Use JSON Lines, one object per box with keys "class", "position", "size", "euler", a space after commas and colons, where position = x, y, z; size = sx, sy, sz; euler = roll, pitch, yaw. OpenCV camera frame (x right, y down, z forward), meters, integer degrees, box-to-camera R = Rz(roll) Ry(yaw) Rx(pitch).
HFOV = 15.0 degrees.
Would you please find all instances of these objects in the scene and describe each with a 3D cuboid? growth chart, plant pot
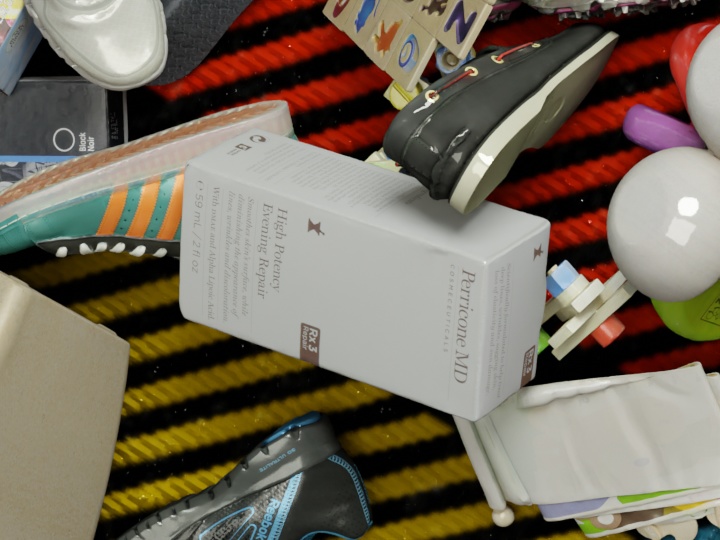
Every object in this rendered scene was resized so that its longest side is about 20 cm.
{"class": "growth chart", "position": [0.152, 0.104, 1.551], "size": [0.199, 0.018, 0.145], "euler": [-4, 129, 15]}
{"class": "plant pot", "position": [-0.251, 0.078, 1.594], "size": [0.199, 0.200, 0.178], "euler": [27, 86, 29]}

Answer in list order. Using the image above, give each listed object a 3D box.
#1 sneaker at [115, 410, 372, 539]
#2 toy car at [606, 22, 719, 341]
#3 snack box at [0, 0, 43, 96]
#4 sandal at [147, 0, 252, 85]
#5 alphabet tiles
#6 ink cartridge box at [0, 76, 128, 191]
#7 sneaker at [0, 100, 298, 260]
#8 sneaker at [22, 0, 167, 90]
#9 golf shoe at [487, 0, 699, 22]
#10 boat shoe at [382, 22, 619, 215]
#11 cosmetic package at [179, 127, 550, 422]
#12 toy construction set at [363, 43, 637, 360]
{"class": "sneaker", "position": [-0.085, 0.167, 1.630], "size": [0.200, 0.073, 0.082], "euler": [-33, 90, 18]}
{"class": "toy car", "position": [0.208, -0.064, 1.487], "size": [0.150, 0.175, 0.201], "euler": [42, 109, 44]}
{"class": "snack box", "position": [-0.257, -0.225, 1.616], "size": [0.199, 0.068, 0.169], "euler": [29, 90, 11]}
{"class": "sandal", "position": [-0.075, -0.188, 1.578], "size": [0.200, 0.076, 0.043], "euler": [-41, 60, 21]}
{"class": "alphabet tiles", "position": [0.041, -0.193, 1.504], "size": [0.006, 0.200, 0.167], "euler": [21, 105, -29]}
{"class": "ink cartridge box", "position": [-0.239, -0.068, 1.662], "size": [0.199, 0.039, 0.100], "euler": [0, 98, 17]}
{"class": "sneaker", "position": [-0.126, -0.033, 1.593], "size": [0.199, 0.071, 0.080], "euler": [-18, 104, -6]}
{"class": "sneaker", "position": [-0.168, -0.193, 1.530], "size": [0.075, 0.081, 0.201], "euler": [-26, 96, -4]}
{"class": "golf shoe", "position": [0.110, -0.184, 1.529], "size": [0.199, 0.073, 0.093], "euler": [0, 95, 17]}
{"class": "boat shoe", "position": [0.081, -0.097, 1.486], "size": [0.063, 0.201, 0.074], "euler": [36, 127, 12]}
{"class": "cosmetic package", "position": [0.000, 0.000, 1.512], "size": [0.199, 0.074, 0.102], "euler": [18, 120, 29]}
{"class": "toy construction set", "position": [0.071, -0.022, 1.558], "size": [0.131, 0.092, 0.200], "euler": [-43, 74, 15]}
